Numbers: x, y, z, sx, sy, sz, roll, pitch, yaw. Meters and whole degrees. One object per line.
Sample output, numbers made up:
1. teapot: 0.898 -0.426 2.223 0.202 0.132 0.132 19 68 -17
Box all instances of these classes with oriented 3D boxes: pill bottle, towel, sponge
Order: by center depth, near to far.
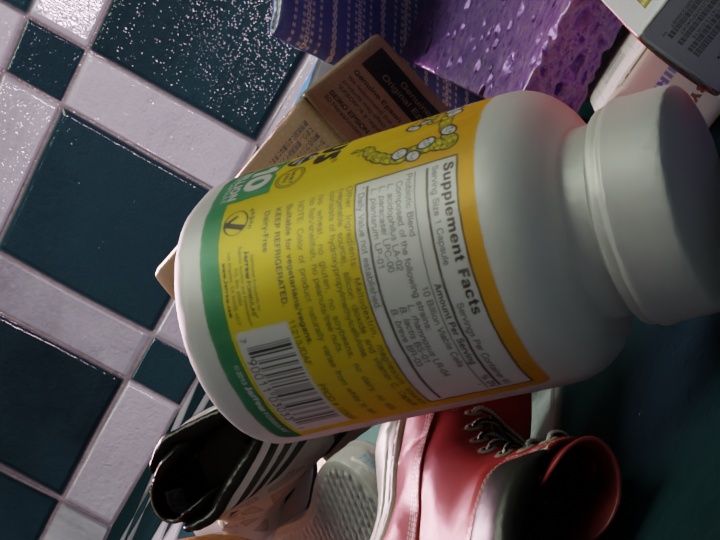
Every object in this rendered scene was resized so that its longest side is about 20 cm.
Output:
1. pill bottle: 0.037 -0.004 0.607 0.199 0.113 0.113 -15 33 28
2. sponge: 0.078 -0.134 0.750 0.112 0.030 0.200 -63 18 8
3. towel: 0.014 -0.165 0.866 0.024 0.199 0.146 -8 74 34

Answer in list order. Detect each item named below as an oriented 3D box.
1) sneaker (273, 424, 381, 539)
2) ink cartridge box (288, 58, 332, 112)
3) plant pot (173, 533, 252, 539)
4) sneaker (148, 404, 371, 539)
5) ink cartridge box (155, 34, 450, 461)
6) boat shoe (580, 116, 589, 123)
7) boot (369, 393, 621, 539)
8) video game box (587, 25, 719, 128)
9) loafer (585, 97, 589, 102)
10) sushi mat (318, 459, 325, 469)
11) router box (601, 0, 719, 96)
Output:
1. sneaker: 0.013 0.131 0.822 0.082 0.074 0.200 -32 -13 -26
2. ink cartridge box: -0.031 -0.087 1.597 0.201 0.146 0.146 -58 8 23
3. plant pot: -0.094 0.218 0.763 0.140 0.200 0.201 -34 23 38
4. sneaker: -0.077 0.106 0.833 0.115 0.076 0.201 -20 -21 -38
5. ink cartridge box: 0.000 0.000 0.835 0.075 0.165 0.200 -45 2 -40
6. boat shoe: 0.098 -0.060 0.879 0.070 0.073 0.200 -64 -4 9
7. boot: 0.063 0.076 0.631 0.144 0.072 0.201 -46 16 41
8. video game box: 0.166 -0.144 0.689 0.183 0.047 0.200 -58 3 14
9. loafer: 0.116 -0.136 0.871 0.070 0.070 0.200 -49 -16 -7
10. sushi mat: -0.062 0.203 1.058 0.201 0.012 0.096 -65 8 0
11. router box: 0.143 -0.195 0.586 0.200 0.049 0.180 -51 37 19
